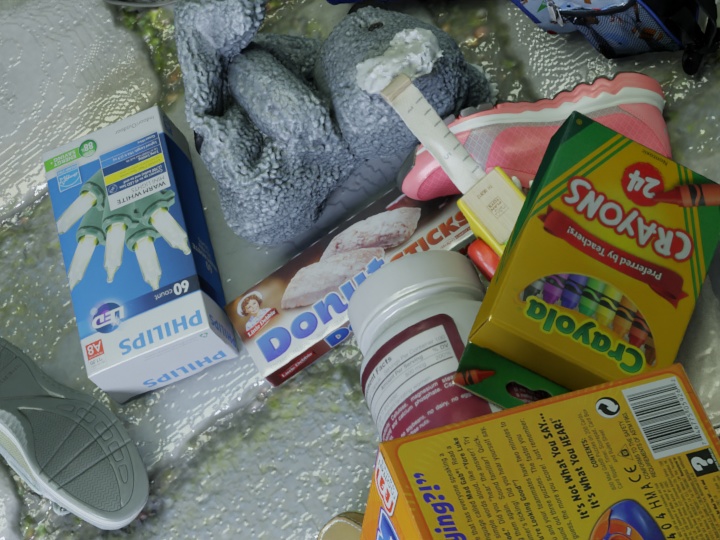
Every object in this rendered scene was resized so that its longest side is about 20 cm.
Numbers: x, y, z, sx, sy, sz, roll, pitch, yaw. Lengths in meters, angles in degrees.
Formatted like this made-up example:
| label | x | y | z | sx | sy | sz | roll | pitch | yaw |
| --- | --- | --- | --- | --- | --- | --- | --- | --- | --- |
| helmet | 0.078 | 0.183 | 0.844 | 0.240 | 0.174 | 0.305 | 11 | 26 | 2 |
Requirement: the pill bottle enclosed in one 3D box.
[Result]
| label | x | y | z | sx | sy | sz | roll | pitch | yaw |
| --- | --- | --- | --- | --- | --- | --- | --- | --- | --- |
| pill bottle | 0.066 | 0.094 | 1.633 | 0.114 | 0.114 | 0.201 | -27 | 58 | 9 |

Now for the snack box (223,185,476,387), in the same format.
| label | x | y | z | sx | sy | sz | roll | pitch | yaw |
| --- | --- | --- | --- | --- | --- | --- | --- | --- | --- |
| snack box | 0.000 | 0.000 | 1.760 | 0.200 | 0.024 | 0.072 | -35 | 59 | 4 |

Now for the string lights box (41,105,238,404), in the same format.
| label | x | y | z | sx | sy | sz | roll | pitch | yaw |
| --- | --- | --- | --- | --- | --- | --- | --- | --- | --- |
| string lights box | -0.166 | -0.012 | 1.817 | 0.102 | 0.059 | 0.201 | -22 | 59 | 10 |

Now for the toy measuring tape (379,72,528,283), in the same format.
| label | x | y | z | sx | sy | sz | roll | pitch | yaw |
| --- | --- | --- | --- | --- | --- | --- | --- | --- | --- |
| toy measuring tape | 0.084 | -0.049 | 1.662 | 0.074 | 0.074 | 0.200 | -41 | 86 | 0 |

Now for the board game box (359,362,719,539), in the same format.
| label | x | y | z | sx | sy | sz | roll | pitch | yaw |
| --- | --- | --- | --- | --- | --- | --- | --- | --- | --- |
| board game box | 0.125 | 0.211 | 1.459 | 0.199 | 0.200 | 0.201 | -13 | 57 | -16 |

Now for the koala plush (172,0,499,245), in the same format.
| label | x | y | z | sx | sy | sz | roll | pitch | yaw |
| --- | --- | --- | --- | --- | --- | --- | --- | --- | --- |
| koala plush | -0.009 | -0.122 | 1.749 | 0.199 | 0.177 | 0.185 | -12 | 73 | 17 |

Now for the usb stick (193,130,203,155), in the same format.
| label | x | y | z | sx | sy | sz | roll | pitch | yaw |
| --- | --- | --- | --- | --- | --- | --- | --- | --- | --- |
| usb stick | -0.110 | -0.179 | 1.862 | 0.032 | 0.055 | 0.201 | -3 | 73 | 7 |

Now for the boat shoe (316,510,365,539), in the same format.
| label | x | y | z | sx | sy | sz | roll | pitch | yaw |
| --- | --- | --- | --- | --- | --- | --- | --- | --- | --- |
| boat shoe | 0.029 | 0.228 | 1.597 | 0.200 | 0.076 | 0.072 | 42 | 107 | 34 |

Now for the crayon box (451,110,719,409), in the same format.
| label | x | y | z | sx | sy | sz | roll | pitch | yaw |
| --- | --- | --- | --- | --- | --- | --- | --- | --- | --- |
| crayon box | 0.155 | 0.011 | 1.592 | 0.126 | 0.051 | 0.201 | 26 | 66 | -5 |

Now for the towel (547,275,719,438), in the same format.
| label | x | y | z | sx | sy | sz | roll | pitch | yaw |
| --- | --- | --- | --- | --- | --- | --- | --- | --- | --- |
| towel | 0.185 | 0.047 | 1.654 | 0.132 | 0.034 | 0.201 | -20 | 58 | 13 |

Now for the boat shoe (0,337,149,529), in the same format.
| label | x | y | z | sx | sy | sz | roll | pitch | yaw |
| --- | --- | --- | --- | --- | --- | --- | --- | --- | --- |
| boat shoe | -0.228 | 0.125 | 1.782 | 0.202 | 0.065 | 0.074 | 35 | 63 | 27 |

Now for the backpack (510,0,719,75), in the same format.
| label | x | y | z | sx | sy | sz | roll | pitch | yaw |
| --- | --- | --- | --- | --- | --- | --- | --- | --- | --- |
| backpack | 0.168 | -0.261 | 1.717 | 0.153 | 0.190 | 0.201 | -6 | 64 | 27 |

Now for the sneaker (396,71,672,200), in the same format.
| label | x | y | z | sx | sy | sz | roll | pitch | yaw |
| --- | --- | --- | --- | --- | --- | --- | --- | --- | --- |
| sneaker | 0.125 | -0.074 | 1.704 | 0.199 | 0.074 | 0.087 | -16 | 69 | 2 |

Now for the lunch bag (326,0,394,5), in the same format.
| label | x | y | z | sx | sy | sz | roll | pitch | yaw |
| --- | --- | --- | --- | --- | --- | --- | --- | --- | --- |
| lunch bag | 0.047 | -0.306 | 1.837 | 0.169 | 0.124 | 0.201 | -5 | 78 | 21 |

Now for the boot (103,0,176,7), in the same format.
| label | x | y | z | sx | sy | sz | roll | pitch | yaw |
| --- | --- | --- | --- | --- | --- | --- | --- | --- | --- |
| boot | -0.201 | -0.304 | 1.976 | 0.181 | 0.073 | 0.201 | -9 | 69 | 18 |
